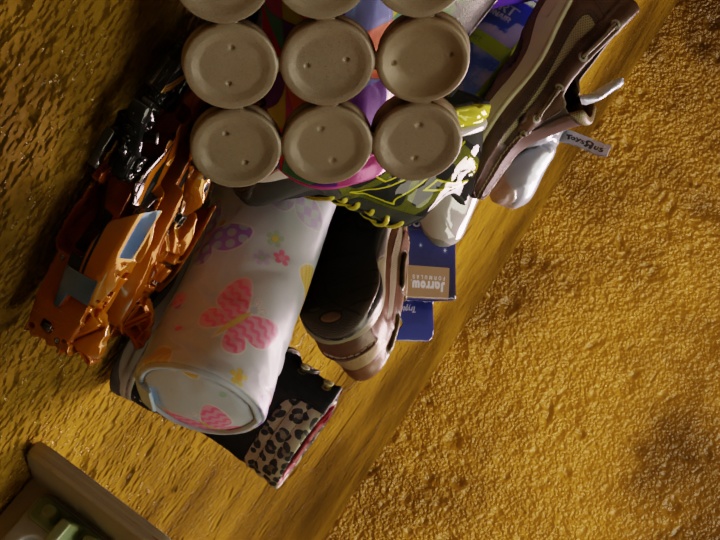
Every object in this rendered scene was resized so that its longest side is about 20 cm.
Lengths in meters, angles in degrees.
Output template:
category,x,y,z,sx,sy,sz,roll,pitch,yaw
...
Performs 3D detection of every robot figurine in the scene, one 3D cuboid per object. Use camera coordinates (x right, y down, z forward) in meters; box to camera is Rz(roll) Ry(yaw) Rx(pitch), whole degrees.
category,x,y,z,sx,sy,sz,roll,pitch,yaw
robot figurine,-0.116,-0.046,0.783,0.201,0.058,0.145,-60,172,11

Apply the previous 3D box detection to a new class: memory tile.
category,x,y,z,sx,sy,sz,roll,pitch,yaw
memory tile,-0.019,-0.130,0.680,0.017,0.152,0.201,-97,-175,-52

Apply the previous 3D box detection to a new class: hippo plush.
category,x,y,z,sx,sy,sz,roll,pitch,yaw
hippo plush,0.151,-0.153,1.381,0.161,0.198,0.161,22,79,-71

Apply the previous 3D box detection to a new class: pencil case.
category,x,y,z,sx,sy,sz,roll,pitch,yaw
pencil case,-0.015,-0.146,0.735,0.088,0.088,0.201,-46,146,-46
pencil case,-0.079,0.007,0.880,0.083,0.090,0.201,114,-6,-57

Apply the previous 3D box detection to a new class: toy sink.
category,x,y,z,sx,sy,sz,roll,pitch,yaw
toy sink,-0.212,0.234,0.964,0.112,0.130,0.200,-51,168,-27

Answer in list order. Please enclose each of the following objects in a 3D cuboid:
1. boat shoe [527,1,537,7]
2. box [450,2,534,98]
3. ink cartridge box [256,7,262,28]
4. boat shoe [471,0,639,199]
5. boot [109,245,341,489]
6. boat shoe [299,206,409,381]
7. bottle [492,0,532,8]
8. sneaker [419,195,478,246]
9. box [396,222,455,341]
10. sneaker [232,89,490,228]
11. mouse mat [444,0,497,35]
category,x,y,z,sx,sy,sz,roll,pitch,yaw
boat shoe,0.138,-0.234,1.172,0.073,0.061,0.202,-31,124,-70
box,0.047,-0.163,1.015,0.200,0.121,0.048,-52,167,-27
ink cartridge box,0.002,-0.217,0.877,0.198,0.043,0.201,-49,167,-41
boat shoe,0.135,-0.125,0.982,0.075,0.075,0.203,-44,164,-53
boot,-0.070,0.041,0.983,0.204,0.153,0.074,-56,170,-9
boat shoe,0.000,0.000,0.978,0.201,0.075,0.074,-75,149,-49
bottle,0.091,-0.225,0.933,0.200,0.065,0.084,-28,115,-58
sneaker,0.098,-0.115,1.081,0.070,0.080,0.202,20,85,-56
box,0.029,-0.044,1.100,0.120,0.032,0.202,4,85,-43
sneaker,0.009,-0.061,0.874,0.199,0.074,0.085,-17,115,-31
mouse mat,0.028,-0.165,0.836,0.160,0.008,0.200,-5,146,-45
